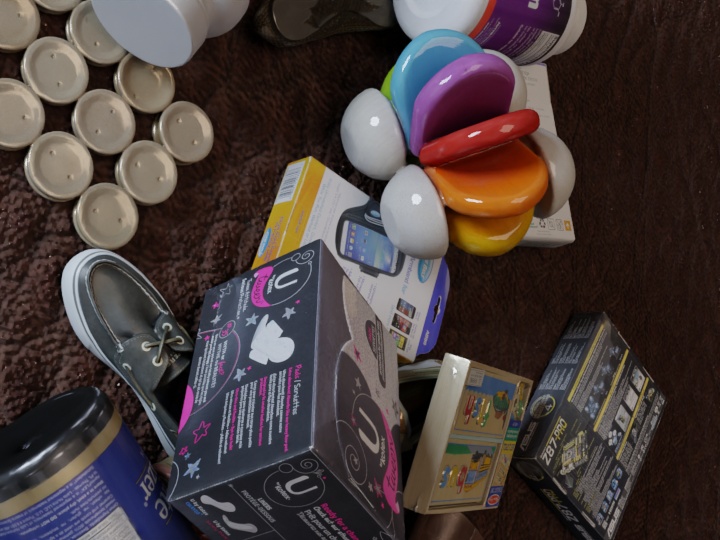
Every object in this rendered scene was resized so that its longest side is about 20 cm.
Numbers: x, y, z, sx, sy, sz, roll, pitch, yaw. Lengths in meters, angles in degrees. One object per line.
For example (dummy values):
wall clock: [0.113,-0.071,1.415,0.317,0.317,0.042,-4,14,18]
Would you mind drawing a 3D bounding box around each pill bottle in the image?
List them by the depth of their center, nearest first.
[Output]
pill bottle: [-0.171,0.190,0.632,0.112,0.111,0.201,-40,111,-35]
pill bottle: [-0.119,-0.256,0.722,0.113,0.112,0.201,43,57,-28]
pill bottle: [0.132,-0.260,0.904,0.199,0.112,0.114,-3,87,-44]

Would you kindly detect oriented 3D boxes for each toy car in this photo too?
toy car: [0.088,-0.118,0.802,0.174,0.150,0.201,-21,70,-14]

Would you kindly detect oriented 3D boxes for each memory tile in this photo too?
memory tile: [-0.210,-0.128,0.699,0.200,0.017,0.154,50,57,-24]

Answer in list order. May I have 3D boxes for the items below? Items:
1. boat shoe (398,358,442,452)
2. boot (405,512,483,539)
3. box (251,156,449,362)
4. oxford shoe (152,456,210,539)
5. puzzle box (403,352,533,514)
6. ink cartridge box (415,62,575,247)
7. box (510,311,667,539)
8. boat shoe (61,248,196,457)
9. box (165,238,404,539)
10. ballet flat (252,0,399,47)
boat shoe: [0.014,0.127,0.822,0.199,0.068,0.075,-28,102,-38]
boot: [0.084,0.332,0.869,0.187,0.064,0.201,49,53,-28]
box: [0.000,0.000,0.847,0.199,0.041,0.120,33,65,-35]
oxford shoe: [-0.094,0.204,0.729,0.074,0.070,0.201,-54,128,-36]
puzzle box: [0.103,0.152,0.853,0.200,0.025,0.134,22,84,-62]
ink cartridge box: [0.134,-0.126,0.966,0.197,0.043,0.202,1,78,-41]
box: [0.255,0.173,1.034,0.161,0.049,0.201,49,57,-27]
boat shoe: [-0.146,0.069,0.702,0.069,0.056,0.201,-43,112,-34]
box: [-0.043,0.102,0.682,0.132,0.114,0.201,53,24,-35]
ballet flat: [-0.024,-0.240,0.855,0.199,0.046,0.068,-31,108,-43]
